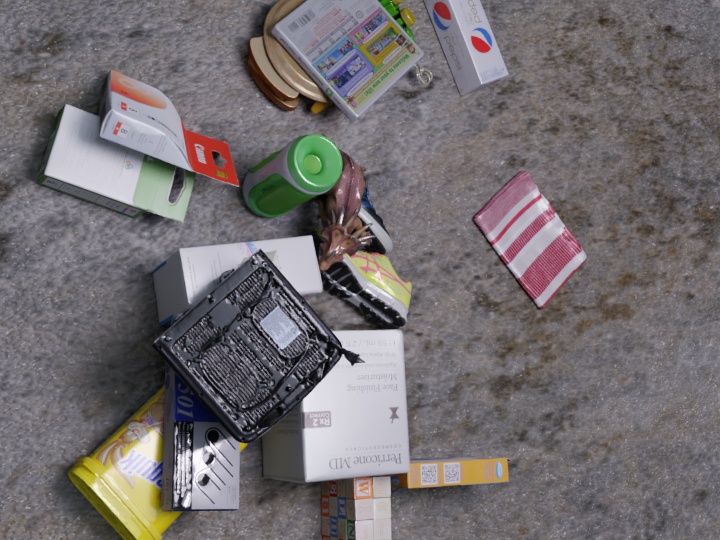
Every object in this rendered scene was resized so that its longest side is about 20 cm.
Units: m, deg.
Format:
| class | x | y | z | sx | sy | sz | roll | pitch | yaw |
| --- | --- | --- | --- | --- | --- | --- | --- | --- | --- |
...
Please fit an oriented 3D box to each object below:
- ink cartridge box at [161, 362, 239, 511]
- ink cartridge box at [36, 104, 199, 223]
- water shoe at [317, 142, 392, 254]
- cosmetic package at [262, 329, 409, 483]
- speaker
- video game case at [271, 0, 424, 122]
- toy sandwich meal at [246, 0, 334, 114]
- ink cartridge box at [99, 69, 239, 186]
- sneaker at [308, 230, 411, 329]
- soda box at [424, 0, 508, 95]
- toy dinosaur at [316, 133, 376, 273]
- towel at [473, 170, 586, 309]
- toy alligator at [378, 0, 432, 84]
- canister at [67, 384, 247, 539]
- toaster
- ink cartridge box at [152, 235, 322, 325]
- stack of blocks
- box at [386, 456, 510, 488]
| class | x | y | z | sx | sy | sz | roll | pitch | yaw |
| --- | --- | --- | --- | --- | --- | --- | --- | --- | --- |
| ink cartridge box | -0.207 | 0.211 | 1.328 | 0.093 | 0.044 | 0.202 | 7 | 74 | -28 |
| ink cartridge box | -0.333 | -0.140 | 1.406 | 0.199 | 0.059 | 0.105 | 19 | 73 | -24 |
| water shoe | -0.007 | -0.114 | 1.565 | 0.200 | 0.071 | 0.079 | 48 | 62 | -13 |
| cosmetic package | -0.040 | 0.191 | 1.443 | 0.164 | 0.165 | 0.202 | 0 | 82 | -26 |
| speaker | -0.101 | -0.131 | 1.445 | 0.088 | 0.200 | 0.089 | 5 | 79 | -27 |
| video game case | -0.016 | -0.348 | 1.559 | 0.182 | 0.022 | 0.200 | 47 | 54 | -6 |
| toy sandwich meal | -0.078 | -0.330 | 1.572 | 0.204 | 0.070 | 0.207 | 12 | 65 | -27 |
| ink cartridge box | -0.259 | -0.197 | 1.402 | 0.199 | 0.163 | 0.050 | 17 | 114 | -22 |
| sneaker | 0.000 | 0.000 | 1.556 | 0.200 | 0.078 | 0.091 | 42 | 51 | -17 |
| soda box | 0.172 | -0.404 | 1.709 | 0.063 | 0.068 | 0.201 | -23 | 93 | -28 |
| toy dinosaur | -0.022 | -0.097 | 1.454 | 0.085 | 0.136 | 0.202 | 0 | 92 | -2 |
| towel | 0.294 | -0.054 | 1.741 | 0.144 | 0.023 | 0.200 | -43 | 102 | -26 |
| toy alligator | 0.064 | -0.395 | 1.663 | 0.201 | 0.059 | 0.054 | 59 | 22 | -7 |
| canister | -0.266 | 0.252 | 1.361 | 0.200 | 0.086 | 0.149 | -45 | 102 | -28 |
| toaster | -0.133 | 0.101 | 1.272 | 0.181 | 0.119 | 0.200 | -42 | 95 | -12 |
| ink cartridge box | -0.172 | 0.015 | 1.415 | 0.198 | 0.144 | 0.085 | -5 | 80 | -28 |
| stack of blocks | -0.006 | 0.396 | 1.456 | 0.058 | 0.115 | 0.202 | 3 | 81 | -27 |
| box | 0.128 | 0.304 | 1.539 | 0.198 | 0.119 | 0.042 | 5 | 79 | -26 |
